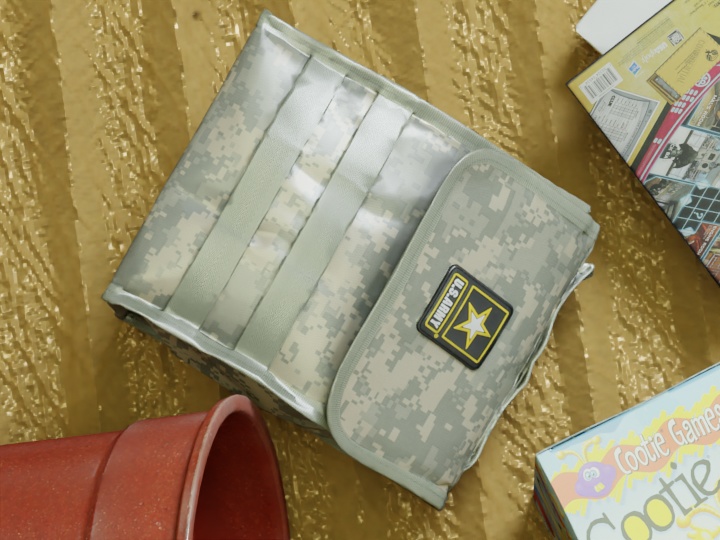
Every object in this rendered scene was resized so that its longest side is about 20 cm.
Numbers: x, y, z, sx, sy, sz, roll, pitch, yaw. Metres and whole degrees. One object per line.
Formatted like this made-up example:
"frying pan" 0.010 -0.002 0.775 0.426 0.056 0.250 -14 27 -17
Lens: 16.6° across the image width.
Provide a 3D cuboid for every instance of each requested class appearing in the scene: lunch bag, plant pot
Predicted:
"lunch bag" 0.000 0.000 1.194 0.199 0.118 0.165 30 83 2
"plant pot" -0.147 0.161 1.144 0.194 0.201 0.202 -2 80 11

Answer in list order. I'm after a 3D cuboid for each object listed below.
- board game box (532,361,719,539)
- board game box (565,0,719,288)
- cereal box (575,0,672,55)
"board game box" 0.145 0.117 1.118 0.104 0.200 0.103 -26 79 -1
"board game box" 0.217 -0.098 1.178 0.200 0.035 0.136 -37 90 12
"cereal box" 0.222 -0.147 1.209 0.144 0.040 0.200 41 101 4
